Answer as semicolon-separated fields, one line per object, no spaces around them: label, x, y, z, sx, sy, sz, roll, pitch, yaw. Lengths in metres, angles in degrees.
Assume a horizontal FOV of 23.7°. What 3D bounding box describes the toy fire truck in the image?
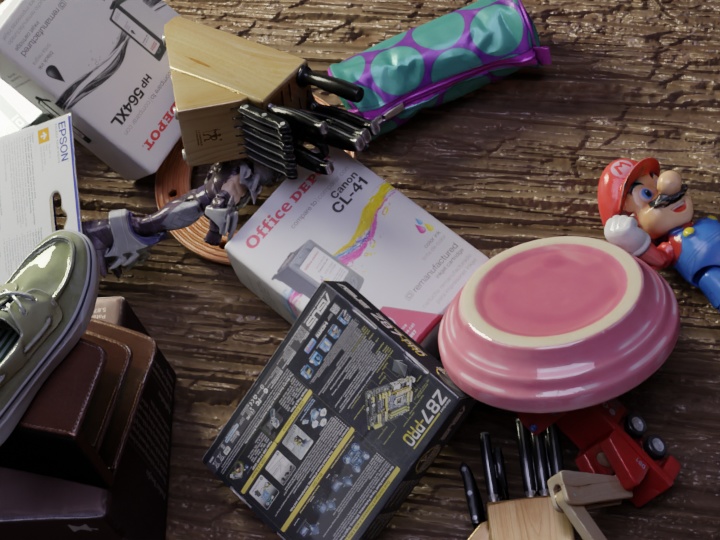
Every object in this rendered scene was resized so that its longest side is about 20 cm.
toy fire truck;0.192;0.171;1.383;0.200;0.049;0.141;46;41;-1

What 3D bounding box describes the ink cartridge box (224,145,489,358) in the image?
ink cartridge box;0.000;0.000;1.539;0.200;0.086;0.148;38;77;19

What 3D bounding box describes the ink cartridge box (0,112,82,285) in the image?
ink cartridge box;-0.327;-0.026;1.601;0.199;0.043;0.197;-14;75;26

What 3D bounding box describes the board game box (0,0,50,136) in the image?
board game box;-0.349;-0.187;1.740;0.200;0.064;0.148;-42;63;-9

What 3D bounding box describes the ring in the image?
ring;-0.101;-0.092;1.658;0.200;0.019;0.201;-6;61;10

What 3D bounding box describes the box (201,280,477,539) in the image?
box;-0.020;0.134;1.447;0.161;0.049;0.200;40;105;23

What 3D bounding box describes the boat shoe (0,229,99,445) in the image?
boat shoe;-0.257;0.046;1.292;0.072;0.062;0.200;14;61;18

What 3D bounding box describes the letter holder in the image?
letter holder;-0.280;0.074;1.374;0.199;0.101;0.143;9;63;15

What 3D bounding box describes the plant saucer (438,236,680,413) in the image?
plant saucer;0.159;0.035;1.406;0.200;0.051;0.201;-11;34;7

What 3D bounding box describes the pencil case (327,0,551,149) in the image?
pencil case;0.074;-0.193;1.634;0.199;0.085;0.093;-24;44;0

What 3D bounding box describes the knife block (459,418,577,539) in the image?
knife block;0.155;0.224;1.407;0.200;0.064;0.176;34;75;26

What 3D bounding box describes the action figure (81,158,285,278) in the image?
action figure;-0.153;-0.057;1.580;0.199;0.130;0.070;-24;102;6

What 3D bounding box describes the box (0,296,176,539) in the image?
box;-0.263;0.149;1.482;0.164;0.166;0.201;-4;61;9

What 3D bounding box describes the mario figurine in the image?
mario figurine;0.289;-0.034;1.483;0.200;0.123;0.106;42;103;22

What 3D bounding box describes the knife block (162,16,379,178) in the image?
knife block;-0.081;-0.161;1.545;0.175;0.064;0.200;-10;42;-4

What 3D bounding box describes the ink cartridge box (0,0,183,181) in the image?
ink cartridge box;-0.245;-0.204;1.647;0.200;0.084;0.146;39;73;-18

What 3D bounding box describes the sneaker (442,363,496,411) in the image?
sneaker;0.143;0.048;1.510;0.200;0.076;0.088;-29;47;-9
